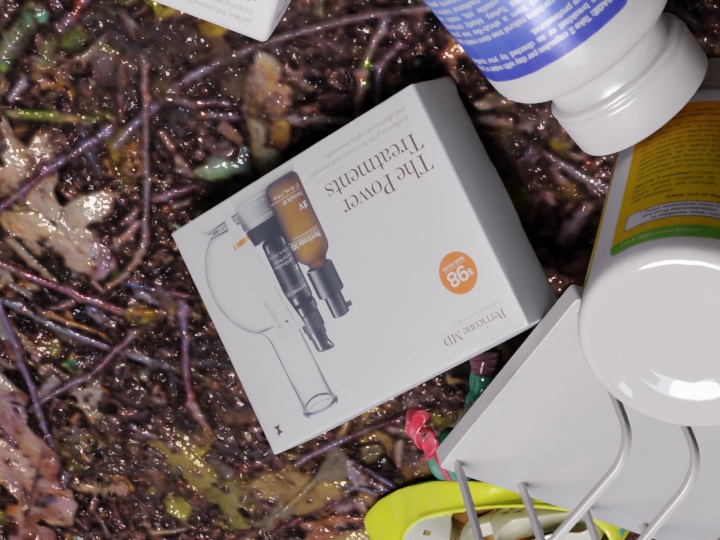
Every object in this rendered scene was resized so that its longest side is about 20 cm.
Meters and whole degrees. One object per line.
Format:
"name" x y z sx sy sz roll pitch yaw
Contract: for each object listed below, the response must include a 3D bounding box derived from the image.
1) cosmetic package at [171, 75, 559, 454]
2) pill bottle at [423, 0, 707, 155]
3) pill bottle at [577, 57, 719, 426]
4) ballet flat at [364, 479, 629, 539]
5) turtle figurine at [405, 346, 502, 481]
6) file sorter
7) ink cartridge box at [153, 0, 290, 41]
"cosmetic package" 0.000 0.000 1.133 0.200 0.052 0.151 -30 85 33
"pill bottle" 0.087 -0.157 0.987 0.112 0.112 0.200 -27 115 32
"pill bottle" 0.181 -0.024 1.003 0.111 0.200 0.111 9 129 11
"ballet flat" 0.086 0.171 1.271 0.200 0.067 0.067 -12 123 25
"turtle figurine" 0.106 0.082 1.180 0.200 0.101 0.150 -25 122 23
"file sorter" 0.171 0.125 1.081 0.200 0.125 0.139 21 122 -26
"ink cartridge box" -0.081 -0.240 0.992 0.144 0.084 0.200 20 129 1
